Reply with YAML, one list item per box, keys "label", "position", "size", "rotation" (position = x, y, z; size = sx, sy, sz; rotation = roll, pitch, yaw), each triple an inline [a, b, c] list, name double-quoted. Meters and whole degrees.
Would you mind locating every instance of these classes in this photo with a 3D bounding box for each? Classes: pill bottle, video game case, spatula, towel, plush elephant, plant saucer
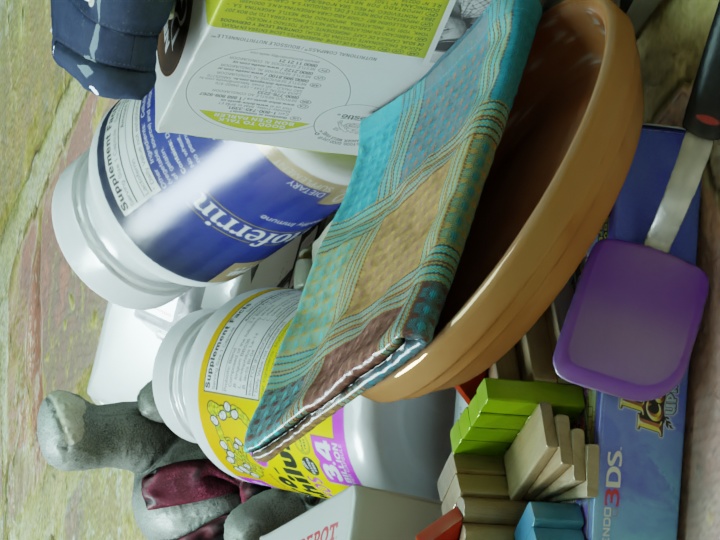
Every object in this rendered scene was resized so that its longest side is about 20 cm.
- label: "pill bottle"
  position: [-0.021, 0.063, 1.462]
  size: [0.199, 0.104, 0.105]
  rotation: [6, 91, 51]
- label: "video game case"
  position: [0.095, 0.039, 1.297]
  size: [0.181, 0.045, 0.202]
  rotation: [179, 96, -73]
- label: "spatula"
  position: [0.136, -0.042, 1.188]
  size: [0.021, 0.056, 0.201]
  rotation: [-81, 10, -76]
- label: "pill bottle"
  position: [-0.072, -0.061, 1.506]
  size: [0.200, 0.115, 0.116]
  rotation: [-33, 51, 43]
- label: "towel"
  position: [0.015, -0.022, 1.249]
  size: [0.147, 0.022, 0.201]
  rotation: [-40, 24, 50]
- label: "plush elephant"
  position: [-0.057, 0.135, 1.604]
  size: [0.154, 0.199, 0.166]
  rotation: [-1, 98, 50]
- label: "plant saucer"
  position: [0.060, -0.026, 1.226]
  size: [0.200, 0.037, 0.200]
  rotation: [-50, 17, 22]

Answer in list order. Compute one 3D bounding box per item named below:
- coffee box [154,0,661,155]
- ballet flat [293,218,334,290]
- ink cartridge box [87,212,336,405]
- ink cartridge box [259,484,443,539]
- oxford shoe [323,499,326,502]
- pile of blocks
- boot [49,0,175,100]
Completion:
- label: "coffee box"
  position: [0.015, -0.185, 1.356]
  size: [0.198, 0.199, 0.201]
  rotation: [124, 147, -57]
- label: "ballet flat"
  position: [0.000, 0.000, 1.517]
  size: [0.200, 0.070, 0.071]
  rotation: [135, 137, -64]
- label: "ink cartridge box"
  position: [-0.079, -0.015, 1.698]
  size: [0.145, 0.083, 0.201]
  rotation: [-45, -24, -53]
- label: "ink cartridge box"
  position: [-0.004, 0.211, 1.302]
  size: [0.145, 0.083, 0.201]
  rotation: [144, 138, -65]
- label: "oxford shoe"
  position: [-0.013, 0.156, 1.498]
  size: [0.199, 0.071, 0.074]
  rotation: [-15, 59, 36]
- label: "pile of blocks"
  position: [0.058, 0.105, 1.223]
  size: [0.082, 0.062, 0.202]
  rotation: [152, 120, -69]
- label: "boot"
  position: [-0.131, -0.147, 1.355]
  size: [0.200, 0.072, 0.091]
  rotation: [-129, 51, -67]
